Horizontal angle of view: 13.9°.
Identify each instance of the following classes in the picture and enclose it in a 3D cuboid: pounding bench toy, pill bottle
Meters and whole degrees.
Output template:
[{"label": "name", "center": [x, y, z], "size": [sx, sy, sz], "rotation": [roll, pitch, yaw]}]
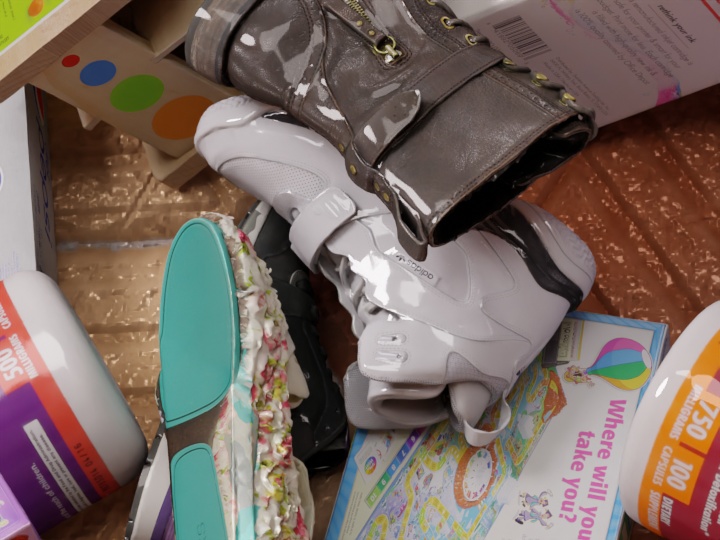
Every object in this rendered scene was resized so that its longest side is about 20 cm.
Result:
[{"label": "pounding bench toy", "center": [-0.113, -0.169, 1.488], "size": [0.124, 0.156, 0.200], "rotation": [-36, 53, 23]}, {"label": "pill bottle", "center": [-0.206, 0.092, 1.375], "size": [0.200, 0.113, 0.113], "rotation": [-30, 59, -4]}, {"label": "pill bottle", "center": [0.224, 0.101, 1.302], "size": [0.200, 0.113, 0.113], "rotation": [26, 67, 23]}]

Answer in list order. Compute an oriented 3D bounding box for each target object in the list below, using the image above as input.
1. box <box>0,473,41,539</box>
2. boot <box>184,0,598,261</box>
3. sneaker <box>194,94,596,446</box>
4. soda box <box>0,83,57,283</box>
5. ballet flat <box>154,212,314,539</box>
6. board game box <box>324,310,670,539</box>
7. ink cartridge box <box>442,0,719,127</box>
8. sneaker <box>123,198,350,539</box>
[{"label": "box", "center": [-0.224, 0.180, 1.316], "size": [0.200, 0.137, 0.039], "rotation": [-31, 59, -9]}, {"label": "boot", "center": [0.037, -0.103, 1.347], "size": [0.174, 0.069, 0.200], "rotation": [34, 64, 24]}, {"label": "sneaker", "center": [0.000, 0.000, 1.366], "size": [0.200, 0.075, 0.115], "rotation": [25, 65, 4]}, {"label": "soda box", "center": [-0.191, -0.055, 1.491], "size": [0.063, 0.068, 0.200], "rotation": [-9, 59, 2]}, {"label": "ballet flat", "center": [-0.053, 0.075, 1.336], "size": [0.076, 0.064, 0.201], "rotation": [-20, 66, 44]}, {"label": "board game box", "center": [0.059, 0.108, 1.372], "size": [0.134, 0.034, 0.200], "rotation": [9, 61, 15]}, {"label": "ink cartridge box", "center": [0.134, -0.139, 1.419], "size": [0.200, 0.117, 0.067], "rotation": [-19, 53, 26]}, {"label": "sneaker", "center": [-0.041, 0.056, 1.410], "size": [0.087, 0.076, 0.200], "rotation": [19, 66, 1]}]
